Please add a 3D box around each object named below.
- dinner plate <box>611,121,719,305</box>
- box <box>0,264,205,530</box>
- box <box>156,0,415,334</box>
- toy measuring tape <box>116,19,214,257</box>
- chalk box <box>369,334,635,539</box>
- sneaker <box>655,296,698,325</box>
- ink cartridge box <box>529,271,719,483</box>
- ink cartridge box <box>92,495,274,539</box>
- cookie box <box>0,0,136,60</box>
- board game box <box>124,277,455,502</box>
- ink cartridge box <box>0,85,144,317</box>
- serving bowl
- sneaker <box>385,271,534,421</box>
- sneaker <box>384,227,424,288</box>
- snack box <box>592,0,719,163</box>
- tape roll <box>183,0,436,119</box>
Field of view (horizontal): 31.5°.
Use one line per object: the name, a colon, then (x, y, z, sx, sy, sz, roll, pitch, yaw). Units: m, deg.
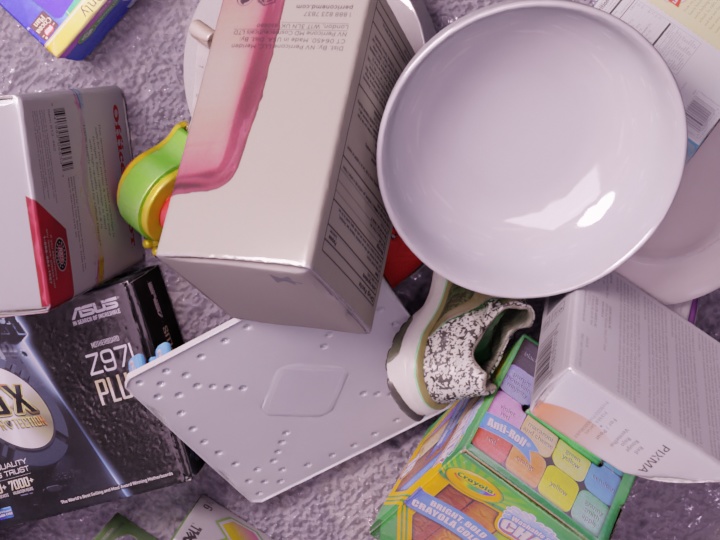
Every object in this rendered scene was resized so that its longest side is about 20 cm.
dinner plate: (0.212, -0.074, 0.911, 0.199, 0.024, 0.201, 0, 93, -1)
box: (-0.238, 0.103, 1.021, 0.199, 0.086, 0.165, -15, 97, 8)
box: (-0.040, -0.075, 0.842, 0.108, 0.128, 0.201, 6, 71, 21)
toy measuring tape: (-0.145, -0.088, 0.956, 0.073, 0.074, 0.201, 15, 127, 3)
chalk box: (0.119, 0.145, 0.926, 0.124, 0.124, 0.200, 36, 139, -1)
sneaker: (0.211, 0.003, 0.972, 0.099, 0.075, 0.201, 10, 92, 11)
ink cartridge box: (0.210, 0.089, 0.858, 0.200, 0.162, 0.050, 36, 120, -8)
ink cartridge box: (-0.113, 0.243, 1.023, 0.200, 0.104, 0.059, 33, 101, 0)
cookie box: (-0.237, -0.288, 0.960, 0.200, 0.075, 0.171, 43, 100, -3)
board game box: (-0.045, 0.083, 0.968, 0.199, 0.026, 0.200, -28, 135, 9)
ink cartridge box: (-0.236, -0.056, 0.937, 0.082, 0.200, 0.147, -5, 99, 10)
serving bowl: (0.108, -0.085, 0.837, 0.199, 0.066, 0.201, -1, 114, -2)
sneaker: (0.096, 0.025, 0.933, 0.088, 0.201, 0.077, -1, 140, 37)
sneaker: (0.000, 0.000, 0.979, 0.077, 0.085, 0.200, 41, 101, -3)
snack box: (0.238, -0.183, 0.893, 0.116, 0.037, 0.200, 38, 72, 9)
tape roll: (-0.037, -0.148, 0.959, 0.202, 0.037, 0.204, 3, 99, 20)
